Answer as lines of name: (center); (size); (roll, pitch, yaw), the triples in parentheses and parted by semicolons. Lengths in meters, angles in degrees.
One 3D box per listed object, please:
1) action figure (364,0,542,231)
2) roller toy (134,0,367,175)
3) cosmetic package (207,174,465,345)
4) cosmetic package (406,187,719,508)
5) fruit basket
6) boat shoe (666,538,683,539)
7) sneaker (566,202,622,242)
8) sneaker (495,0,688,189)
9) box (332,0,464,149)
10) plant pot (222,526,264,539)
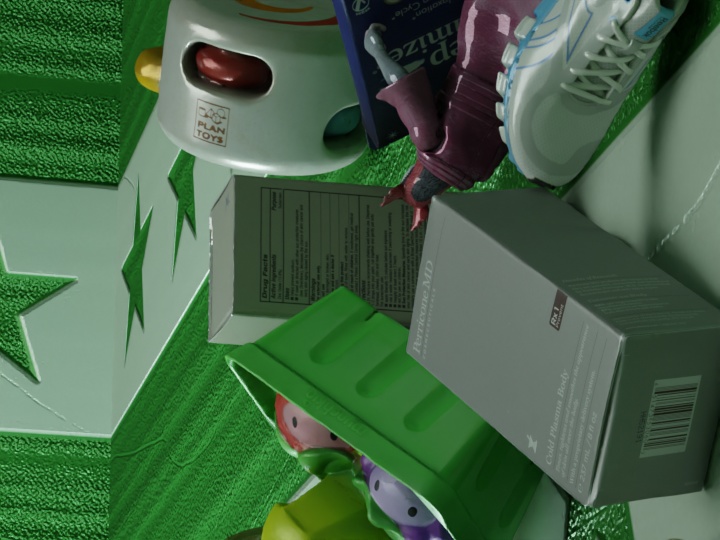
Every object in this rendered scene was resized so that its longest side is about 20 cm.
action figure: (0.085, -0.109, 1.684); (0.149, 0.134, 0.201); (34, 98, 47)
roller toy: (-0.079, -0.160, 2.248); (0.183, 0.199, 0.140); (-126, 41, -62)
cosmetic package: (0.000, 0.000, 1.832); (0.087, 0.199, 0.104); (134, 140, -68)
cosmetic package: (0.113, 0.038, 1.482); (0.200, 0.090, 0.107); (35, 123, 50)
fruit basket: (-0.006, 0.144, 1.715); (0.156, 0.215, 0.216); (59, -159, -52)
boat shoe: (0.120, 0.227, 1.425); (0.073, 0.063, 0.201); (49, 120, 24)
sneaker: (0.104, 0.011, 1.666); (0.200, 0.078, 0.100); (-128, 41, -72)
sneaker: (0.142, -0.138, 1.520); (0.087, 0.075, 0.201); (36, 108, 60)
box: (0.049, -0.154, 1.757); (0.032, 0.121, 0.200); (59, 171, 34)
plant pot: (-0.005, 0.240, 1.877); (0.190, 0.199, 0.201); (-44, 42, 51)
